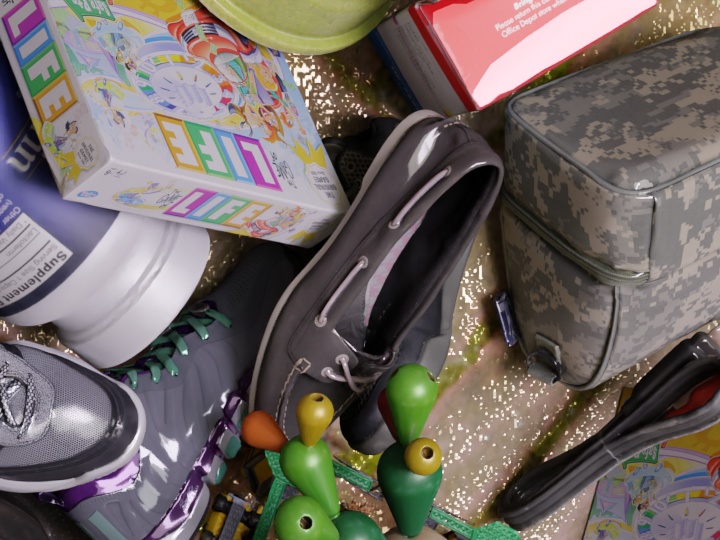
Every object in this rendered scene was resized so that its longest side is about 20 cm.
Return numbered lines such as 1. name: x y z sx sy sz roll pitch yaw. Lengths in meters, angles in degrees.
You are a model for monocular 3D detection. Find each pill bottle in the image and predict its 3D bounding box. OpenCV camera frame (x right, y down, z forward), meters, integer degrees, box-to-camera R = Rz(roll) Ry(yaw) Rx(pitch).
1. pill bottle: -0.177 -0.044 1.122 0.200 0.116 0.116 41 73 -27

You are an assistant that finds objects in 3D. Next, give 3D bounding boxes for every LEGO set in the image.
1. LEGO set: -0.016 0.184 1.256 0.199 0.116 0.154 20 64 -17

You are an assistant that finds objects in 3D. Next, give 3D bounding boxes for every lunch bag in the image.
1. lunch bag: 0.181 -0.031 1.323 0.199 0.139 0.168 -23 128 -28

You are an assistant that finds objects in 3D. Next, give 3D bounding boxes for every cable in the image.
1. cable: 0.169 0.101 1.309 0.050 0.097 0.200 41 103 -18

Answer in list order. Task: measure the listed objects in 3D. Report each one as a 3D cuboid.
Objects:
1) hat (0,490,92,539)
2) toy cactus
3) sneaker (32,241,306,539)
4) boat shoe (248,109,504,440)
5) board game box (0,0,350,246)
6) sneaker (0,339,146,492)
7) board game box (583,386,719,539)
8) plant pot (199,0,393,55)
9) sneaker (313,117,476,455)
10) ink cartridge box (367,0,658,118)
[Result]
1. hat: -0.202 0.163 1.143 0.200 0.081 0.202 -2 94 -31
2. toy cactus: -0.002 0.147 1.150 0.165 0.102 0.201 27 78 -51
3. sneaker: -0.097 0.057 1.187 0.087 0.074 0.201 40 63 -32
4. boat shoe: 0.007 0.012 1.157 0.067 0.057 0.201 22 99 -48
5. board game box: -0.095 -0.088 1.124 0.200 0.034 0.135 10 51 -56
6. sneaker: -0.201 0.057 1.083 0.199 0.114 0.076 13 76 -6
7. board game box: 0.211 0.148 1.317 0.034 0.200 0.135 19 84 -30
8. plant pot: 0.012 -0.235 1.144 0.200 0.184 0.201 18 63 -40
9. sneaker: 0.000 0.000 1.243 0.114 0.076 0.200 26 65 -23
10. ink cartridge box: 0.082 -0.138 1.202 0.116 0.200 0.067 -31 96 -7
